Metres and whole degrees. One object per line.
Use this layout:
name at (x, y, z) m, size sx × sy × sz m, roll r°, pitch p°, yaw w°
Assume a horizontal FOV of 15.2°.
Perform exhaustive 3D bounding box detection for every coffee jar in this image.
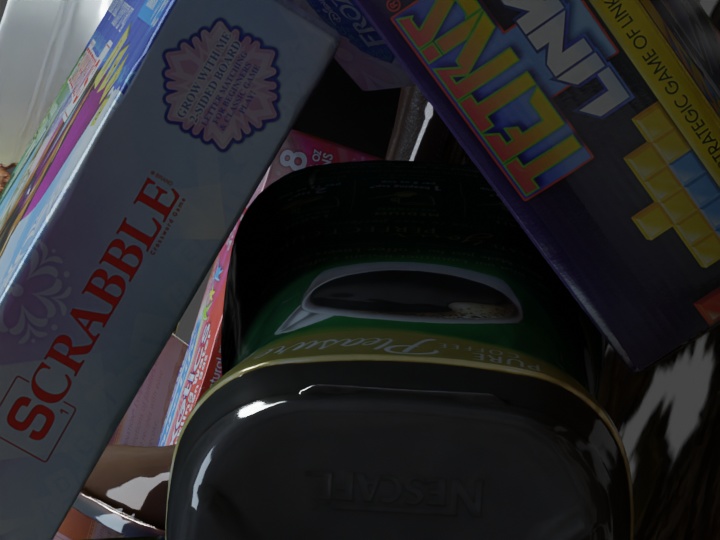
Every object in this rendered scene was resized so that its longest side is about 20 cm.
coffee jar at (0.011, 0.040, 0.642) m, size 0.200 × 0.103 × 0.086 m, roll -80°, pitch -8°, yaw -72°

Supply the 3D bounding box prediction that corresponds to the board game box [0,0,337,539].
board game box at (-0.083, 0.009, 0.719) m, size 0.200 × 0.041 × 0.200 m, roll -60°, pitch 11°, yaw 2°

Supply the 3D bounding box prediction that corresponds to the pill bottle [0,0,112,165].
pill bottle at (-0.069, -0.068, 1.200) m, size 0.116 × 0.199 × 0.117 m, roll -162°, pitch 90°, yaw -81°

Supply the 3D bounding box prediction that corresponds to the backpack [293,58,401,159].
backpack at (-0.004, -0.149, 1.028) m, size 0.183 × 0.134 × 0.201 m, roll 84°, pitch -165°, yaw -57°

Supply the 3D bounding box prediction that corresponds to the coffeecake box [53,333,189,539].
coffeecake box at (-0.094, 0.112, 1.049) m, size 0.200 × 0.073 × 0.154 m, roll 41°, pitch -121°, yaw -54°

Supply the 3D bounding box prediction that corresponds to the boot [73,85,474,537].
boot at (0.000, 0.000, 0.839) m, size 0.064 × 0.185 × 0.201 m, roll 23°, pitch -101°, yaw -54°

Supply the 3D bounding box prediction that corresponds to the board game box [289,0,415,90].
board game box at (-0.004, -0.193, 0.789) m, size 0.041 × 0.200 × 0.201 m, roll -4°, pitch 50°, yaw 43°

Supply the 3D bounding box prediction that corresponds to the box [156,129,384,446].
box at (-0.017, 0.059, 0.944) m, size 0.095 × 0.099 × 0.201 m, roll 180°, pitch 107°, yaw -81°

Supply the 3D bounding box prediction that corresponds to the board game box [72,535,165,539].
board game box at (-0.079, 0.145, 0.741) m, size 0.200 × 0.045 × 0.135 m, roll 163°, pitch 120°, yaw -67°

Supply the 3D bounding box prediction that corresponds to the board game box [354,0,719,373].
board game box at (0.026, -0.094, 0.662) m, size 0.057 × 0.200 × 0.166 m, roll -33°, pitch 20°, yaw 14°
